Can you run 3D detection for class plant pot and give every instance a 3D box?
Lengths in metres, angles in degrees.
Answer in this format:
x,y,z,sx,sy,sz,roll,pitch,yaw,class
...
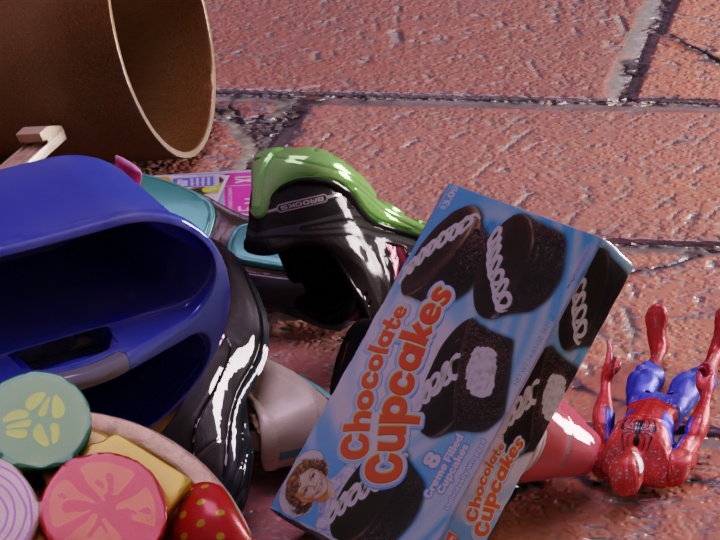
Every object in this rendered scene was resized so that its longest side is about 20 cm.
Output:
x,y,z,sx,sy,sz,roll,pitch,yaw,class
-0.227,-0.154,2.091,0.199,0.187,0.186,-9,21,18,plant pot

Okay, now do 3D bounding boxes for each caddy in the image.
x,y,z,sx,sy,sz,roll,pitch,yaw,class
-0.162,0.029,1.498,0.199,0.142,0.105,-16,40,-29,caddy

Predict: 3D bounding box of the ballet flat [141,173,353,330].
x,y,z,sx,sy,sz,roll,pitch,yaw,class
-0.087,-0.005,1.833,0.199,0.073,0.073,14,27,11,ballet flat

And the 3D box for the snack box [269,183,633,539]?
x,y,z,sx,sy,sz,roll,pitch,yaw,class
0.046,0.061,1.555,0.116,0.200,0.037,21,-10,44,snack box

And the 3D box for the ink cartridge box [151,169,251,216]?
x,y,z,sx,sy,sz,roll,pitch,yaw,class
-0.149,-0.024,1.931,0.199,0.042,0.119,-5,23,-1,ink cartridge box

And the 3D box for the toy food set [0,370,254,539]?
x,y,z,sx,sy,sz,roll,pitch,yaw,class
-0.145,0.151,1.405,0.198,0.049,0.200,30,63,11,toy food set

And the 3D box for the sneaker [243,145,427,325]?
x,y,z,sx,sy,sz,roll,pitch,yaw,class
0.000,0.000,1.741,0.200,0.084,0.077,32,-19,-37,sneaker

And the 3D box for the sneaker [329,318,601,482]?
x,y,z,sx,sy,sz,roll,pitch,yaw,class
0.055,0.082,1.652,0.087,0.074,0.200,16,4,-35,sneaker

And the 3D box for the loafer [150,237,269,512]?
x,y,z,sx,sy,sz,roll,pitch,yaw,class
-0.095,0.049,1.621,0.073,0.072,0.200,-24,42,19,loafer

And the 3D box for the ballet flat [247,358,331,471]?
x,y,z,sx,sy,sz,roll,pitch,yaw,class
-0.087,0.064,1.697,0.069,0.070,0.200,-19,28,-31,ballet flat

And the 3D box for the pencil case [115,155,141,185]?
x,y,z,sx,sy,sz,roll,pitch,yaw,class
-0.187,0.012,1.649,0.091,0.094,0.200,31,37,16,pencil case

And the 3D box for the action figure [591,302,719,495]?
x,y,z,sx,sy,sz,roll,pitch,yaw,class
0.165,0.072,1.663,0.065,0.052,0.200,7,28,14,action figure

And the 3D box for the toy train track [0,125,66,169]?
x,y,z,sx,sy,sz,roll,pitch,yaw,class
-0.263,-0.046,1.944,0.114,0.033,0.200,0,33,40,toy train track
